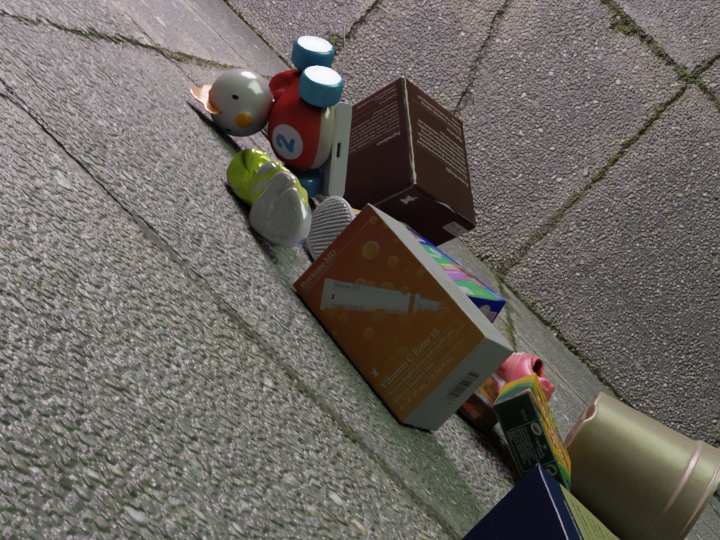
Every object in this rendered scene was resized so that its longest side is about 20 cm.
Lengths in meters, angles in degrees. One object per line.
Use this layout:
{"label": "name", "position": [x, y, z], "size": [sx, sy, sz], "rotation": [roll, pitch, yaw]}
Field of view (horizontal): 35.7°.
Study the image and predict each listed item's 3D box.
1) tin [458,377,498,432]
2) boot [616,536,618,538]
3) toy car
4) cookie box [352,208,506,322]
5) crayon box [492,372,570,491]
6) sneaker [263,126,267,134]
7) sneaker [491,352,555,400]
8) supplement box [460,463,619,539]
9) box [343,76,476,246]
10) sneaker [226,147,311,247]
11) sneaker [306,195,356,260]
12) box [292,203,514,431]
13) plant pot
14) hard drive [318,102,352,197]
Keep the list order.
{"label": "tin", "position": [0.131, 0.140, 1.449], "size": [0.112, 0.042, 0.200], "rotation": [47, 9, -11]}
{"label": "boot", "position": [0.212, 0.289, 1.133], "size": [0.165, 0.073, 0.200], "rotation": [35, 7, 16]}
{"label": "toy car", "position": [-0.143, -0.223, 1.578], "size": [0.197, 0.186, 0.178], "rotation": [4, 37, -15]}
{"label": "cookie box", "position": [0.075, 0.009, 1.507], "size": [0.199, 0.076, 0.171], "rotation": [38, 14, 26]}
{"label": "crayon box", "position": [0.215, 0.200, 1.382], "size": [0.200, 0.050, 0.128], "rotation": [-14, 81, -79]}
{"label": "sneaker", "position": [-0.110, -0.226, 1.852], "size": [0.201, 0.074, 0.118], "rotation": [49, 3, 6]}
{"label": "sneaker", "position": [0.241, 0.158, 1.702], "size": [0.074, 0.087, 0.201], "rotation": [41, 10, -28]}
{"label": "supplement box", "position": [0.140, 0.258, 0.653], "size": [0.200, 0.134, 0.200], "rotation": [43, 9, -7]}
{"label": "box", "position": [0.059, -0.149, 1.712], "size": [0.165, 0.163, 0.202], "rotation": [29, 47, -44]}
{"label": "sneaker", "position": [-0.083, -0.072, 1.306], "size": [0.105, 0.076, 0.200], "rotation": [38, 10, -38]}
{"label": "sneaker", "position": [0.000, 0.001, 1.401], "size": [0.114, 0.072, 0.202], "rotation": [41, 20, -45]}
{"label": "box", "position": [0.044, 0.050, 1.176], "size": [0.200, 0.124, 0.097], "rotation": [49, 10, 27]}
{"label": "plant pot", "position": [0.359, 0.269, 1.500], "size": [0.182, 0.202, 0.200], "rotation": [34, 7, 11]}
{"label": "hard drive", "position": [-0.052, -0.180, 1.661], "size": [0.026, 0.134, 0.200], "rotation": [4, 6, -15]}
